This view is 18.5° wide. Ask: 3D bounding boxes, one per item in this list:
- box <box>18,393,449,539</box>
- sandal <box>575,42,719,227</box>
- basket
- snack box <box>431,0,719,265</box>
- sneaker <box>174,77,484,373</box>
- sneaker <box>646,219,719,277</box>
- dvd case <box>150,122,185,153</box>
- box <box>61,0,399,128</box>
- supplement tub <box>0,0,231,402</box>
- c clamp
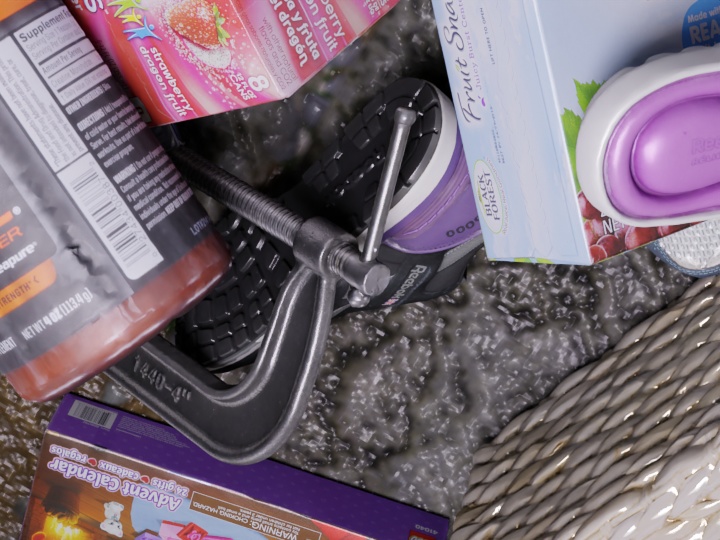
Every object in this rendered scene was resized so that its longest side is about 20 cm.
[{"bbox_3d":[-0.070,0.155,1.087,0.199,0.039,0.137,18,119,1],"label":"box"},{"bbox_3d":[0.172,-0.051,0.757,0.202,0.050,0.083,-19,124,-13],"label":"sandal"},{"bbox_3d":[0.155,0.121,0.941,0.200,0.198,0.161,-38,102,25],"label":"basket"},{"bbox_3d":[0.122,-0.109,0.820,0.068,0.200,0.169,2,107,55],"label":"snack box"},{"bbox_3d":[0.000,0.000,0.980,0.087,0.076,0.200,23,138,-33],"label":"sneaker"},{"bbox_3d":[0.113,-0.079,0.910,0.077,0.086,0.201,-13,112,18],"label":"sneaker"},{"bbox_3d":[-0.182,-0.115,0.938,0.150,0.025,0.201,-23,96,3],"label":"dvd case"},{"bbox_3d":[-0.079,-0.167,0.881,0.100,0.095,0.200,-7,118,46],"label":"box"},{"bbox_3d":[-0.146,-0.054,0.882,0.107,0.107,0.200,-32,97,23],"label":"supplement tub"},{"bbox_3d":[-0.058,-0.010,0.956,0.200,0.027,0.171,24,106,44],"label":"c clamp"}]
